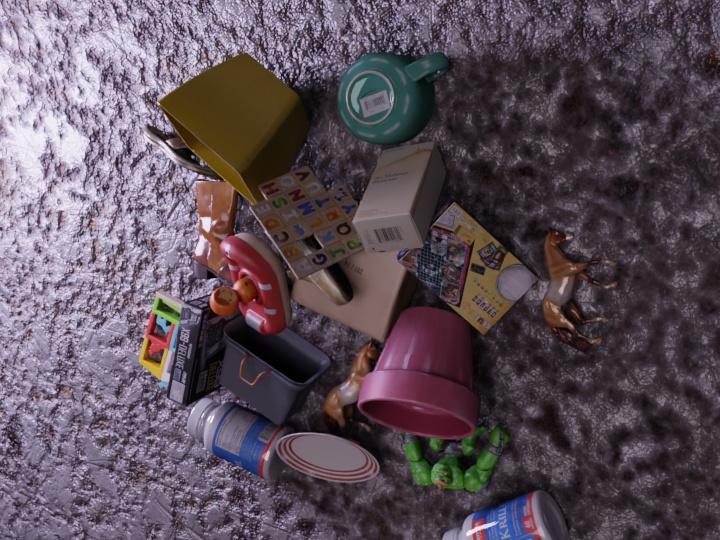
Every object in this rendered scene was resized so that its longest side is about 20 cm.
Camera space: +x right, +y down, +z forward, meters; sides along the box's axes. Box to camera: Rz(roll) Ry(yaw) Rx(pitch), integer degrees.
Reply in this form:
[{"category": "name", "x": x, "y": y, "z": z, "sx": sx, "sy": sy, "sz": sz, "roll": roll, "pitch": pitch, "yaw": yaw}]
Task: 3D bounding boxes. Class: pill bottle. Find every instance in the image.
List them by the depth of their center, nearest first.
[{"category": "pill bottle", "x": 0.247, "y": 0.465, "z": 1.348, "sx": 0.200, "sy": 0.112, "sz": 0.112, "roll": -30, "pitch": 87, "yaw": 25}, {"category": "pill bottle", "x": -0.240, "y": 0.328, "z": 1.550, "sx": 0.199, "sy": 0.112, "sz": 0.113, "roll": 19, "pitch": 106, "yaw": 21}]

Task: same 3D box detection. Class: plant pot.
[{"category": "plant pot", "x": 0.110, "y": 0.168, "z": 1.313, "sx": 0.199, "sy": 0.200, "sz": 0.180, "roll": 2, "pitch": 62, "yaw": 24}, {"category": "plant pot", "x": -0.203, "y": -0.257, "z": 1.379, "sx": 0.200, "sy": 0.200, "sz": 0.176, "roll": 41, "pitch": 81, "yaw": 13}]

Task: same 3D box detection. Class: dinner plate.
[{"category": "dinner plate", "x": -0.061, "y": 0.347, "z": 1.466, "sx": 0.199, "sy": 0.024, "sz": 0.200, "roll": 8, "pitch": 144, "yaw": 6}]

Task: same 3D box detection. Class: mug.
[{"category": "mug", "x": 0.043, "y": -0.303, "z": 1.309, "sx": 0.152, "sy": 0.114, "sz": 0.185, "roll": 30, "pitch": 110, "yaw": 16}]

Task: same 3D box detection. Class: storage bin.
[{"category": "storage bin", "x": -0.181, "y": 0.198, "z": 1.494, "sx": 0.200, "sy": 0.145, "sz": 0.135, "roll": 31, "pitch": 120, "yaw": 16}]

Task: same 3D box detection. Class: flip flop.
[{"category": "flip flop", "x": -0.342, "y": -0.238, "z": 1.521, "sx": 0.200, "sy": 0.081, "sz": 0.058, "roll": 36, "pitch": 97, "yaw": 20}]

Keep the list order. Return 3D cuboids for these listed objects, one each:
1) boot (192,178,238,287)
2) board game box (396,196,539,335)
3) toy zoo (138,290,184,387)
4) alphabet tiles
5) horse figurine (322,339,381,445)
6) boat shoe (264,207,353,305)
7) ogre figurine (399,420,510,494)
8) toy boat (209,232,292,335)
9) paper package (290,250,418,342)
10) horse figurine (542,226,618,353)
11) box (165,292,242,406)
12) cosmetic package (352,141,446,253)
[{"category": "boot", "x": -0.243, "y": -0.074, "z": 1.512, "sx": 0.188, "sy": 0.068, "sz": 0.201, "roll": 14, "pitch": 105, "yaw": 32}, {"category": "board game box", "x": 0.177, "y": -0.005, "z": 1.288, "sx": 0.200, "sy": 0.035, "sz": 0.136, "roll": 41, "pitch": 101, "yaw": -15}, {"category": "toy zoo", "x": -0.396, "y": 0.159, "z": 1.639, "sx": 0.131, "sy": 0.020, "sz": 0.201, "roll": 25, "pitch": 108, "yaw": 18}, {"category": "alphabet tiles", "x": -0.082, "y": -0.092, "z": 1.314, "sx": 0.200, "sy": 0.167, "sz": 0.008, "roll": 54, "pitch": 156, "yaw": 25}, {"category": "horse figurine", "x": -0.007, "y": 0.241, "z": 1.457, "sx": 0.133, "sy": 0.050, "sz": 0.200, "roll": 47, "pitch": 110, "yaw": 1}, {"category": "boat shoe", "x": -0.091, "y": -0.011, "z": 1.331, "sx": 0.076, "sy": 0.072, "sz": 0.200, "roll": -41, "pitch": 71, "yaw": 12}, {"category": "ogre figurine", "x": 0.163, "y": 0.329, "z": 1.385, "sx": 0.199, "sy": 0.098, "sz": 0.120, "roll": 2, "pitch": 82, "yaw": 8}, {"category": "toy boat", "x": -0.209, "y": 0.035, "z": 1.385, "sx": 0.130, "sy": 0.131, "sz": 0.201, "roll": 26, "pitch": 135, "yaw": 42}, {"category": "paper package", "x": 0.000, "y": 0.000, "z": 1.389, "sx": 0.199, "sy": 0.103, "sz": 0.191, "roll": 24, "pitch": 108, "yaw": 18}, {"category": "horse figurine", "x": 0.345, "y": 0.040, "z": 1.268, "sx": 0.132, "sy": 0.050, "sz": 0.201, "roll": 17, "pitch": 112, "yaw": 33}, {"category": "box", "x": -0.299, "y": 0.146, "z": 1.518, "sx": 0.050, "sy": 0.158, "sz": 0.201, "roll": 19, "pitch": 106, "yaw": 20}, {"category": "cosmetic package", "x": 0.068, "y": -0.122, "z": 1.281, "sx": 0.103, "sy": 0.200, "sz": 0.073, "roll": -7, "pitch": 130, "yaw": 25}]
